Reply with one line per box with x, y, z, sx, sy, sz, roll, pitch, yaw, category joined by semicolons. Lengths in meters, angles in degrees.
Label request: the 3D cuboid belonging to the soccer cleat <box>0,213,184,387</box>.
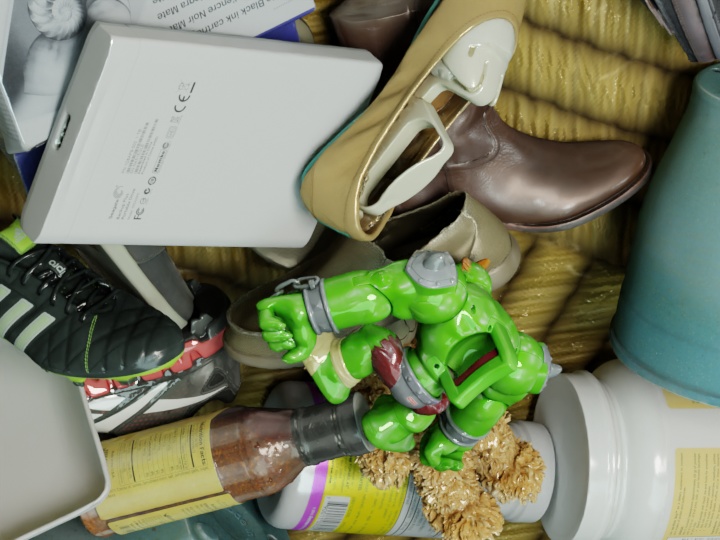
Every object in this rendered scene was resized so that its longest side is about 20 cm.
-0.194;0.014;1.239;0.068;0.200;0.081;-39;135;-42;soccer cleat

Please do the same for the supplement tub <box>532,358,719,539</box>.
0.236;0.134;1.450;0.200;0.145;0.146;1;127;-14;supplement tub

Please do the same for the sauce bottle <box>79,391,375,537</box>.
-0.088;0.123;1.311;0.200;0.066;0.066;-14;130;13;sauce bottle

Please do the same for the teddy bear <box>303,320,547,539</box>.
0.047;0.091;1.350;0.145;0.200;0.067;-21;176;-24;teddy bear

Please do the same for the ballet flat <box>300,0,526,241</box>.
0.047;-0.099;1.197;0.200;0.063;0.069;-51;143;7;ballet flat

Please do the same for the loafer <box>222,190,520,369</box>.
0.000;0.000;1.287;0.200;0.076;0.067;-22;121;3;loafer

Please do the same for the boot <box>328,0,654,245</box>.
0.086;-0.116;1.276;0.186;0.064;0.200;-16;125;-3;boot

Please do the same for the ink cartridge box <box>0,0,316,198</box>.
-0.124;-0.150;1.134;0.199;0.041;0.200;-30;123;-20;ink cartridge box

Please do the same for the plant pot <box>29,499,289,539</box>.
-0.149;0.238;1.415;0.196;0.196;0.200;35;107;-33;plant pot

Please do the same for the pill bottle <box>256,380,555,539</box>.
0.032;0.136;1.427;0.200;0.104;0.104;6;126;-19;pill bottle

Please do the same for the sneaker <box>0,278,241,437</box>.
-0.169;0.083;1.356;0.200;0.071;0.098;-21;127;1;sneaker

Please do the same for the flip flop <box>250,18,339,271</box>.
-0.049;-0.073;1.271;0.081;0.058;0.200;-10;131;-6;flip flop

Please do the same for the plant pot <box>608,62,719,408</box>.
0.270;-0.032;1.311;0.200;0.200;0.188;-2;113;-12;plant pot

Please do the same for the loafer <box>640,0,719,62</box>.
0.173;-0.209;1.226;0.063;0.072;0.200;-12;126;21;loafer

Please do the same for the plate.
-0.255;0.115;1.281;0.199;0.200;0.032;-28;138;8;plate

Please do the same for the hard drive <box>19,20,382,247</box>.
-0.089;-0.074;1.167;0.200;0.027;0.132;1;123;-43;hard drive

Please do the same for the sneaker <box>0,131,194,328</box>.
-0.131;-0.051;1.247;0.106;0.075;0.200;-47;138;-15;sneaker

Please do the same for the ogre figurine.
0.040;0.053;1.229;0.120;0.098;0.200;-28;115;22;ogre figurine
